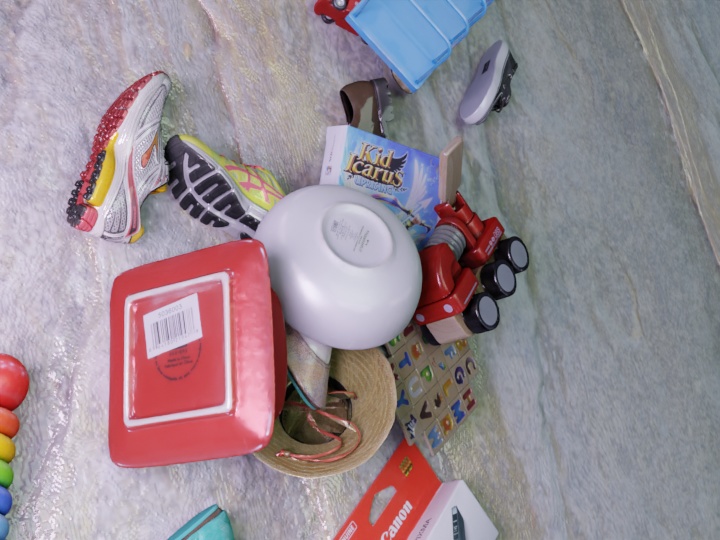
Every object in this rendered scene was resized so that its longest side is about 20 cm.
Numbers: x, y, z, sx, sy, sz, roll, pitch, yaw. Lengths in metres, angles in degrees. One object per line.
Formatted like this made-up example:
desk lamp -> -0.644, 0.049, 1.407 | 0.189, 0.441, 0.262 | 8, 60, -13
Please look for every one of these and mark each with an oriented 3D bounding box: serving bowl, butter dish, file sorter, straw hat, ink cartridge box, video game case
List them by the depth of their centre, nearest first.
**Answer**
butter dish -> -0.142, 0.091, 0.860 | 0.147, 0.197, 0.204 | 25, 57, -59
serving bowl -> -0.016, -0.019, 0.925 | 0.196, 0.066, 0.203 | 13, 51, -17
straw hat -> -0.050, 0.167, 0.952 | 0.202, 0.198, 0.086 | -56, 154, -39
ink cartridge box -> 0.071, 0.327, 1.035 | 0.175, 0.043, 0.200 | 56, 47, -13
video game case -> 0.032, -0.068, 1.082 | 0.197, 0.045, 0.185 | 12, 85, -39
file sorter -> 0.104, -0.378, 1.165 | 0.139, 0.122, 0.201 | 43, 65, -10

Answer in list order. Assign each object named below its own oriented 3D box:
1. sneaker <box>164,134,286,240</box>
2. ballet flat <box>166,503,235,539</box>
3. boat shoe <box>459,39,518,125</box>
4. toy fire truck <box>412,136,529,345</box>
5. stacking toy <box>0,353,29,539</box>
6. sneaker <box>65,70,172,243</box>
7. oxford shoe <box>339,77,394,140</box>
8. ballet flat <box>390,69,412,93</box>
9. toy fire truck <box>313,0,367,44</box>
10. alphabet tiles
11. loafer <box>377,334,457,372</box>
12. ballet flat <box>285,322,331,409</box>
sneaker -> -0.143, -0.093, 0.987 | 0.200, 0.077, 0.091 | 42, 42, -29
ballet flat -> -0.190, 0.294, 0.793 | 0.198, 0.067, 0.071 | -24, 83, -46
boat shoe -> 0.217, -0.294, 1.389 | 0.066, 0.069, 0.202 | 41, 44, -20
toy fire truck -> 0.113, -0.039, 1.045 | 0.201, 0.128, 0.177 | 53, 46, -16
stacking toy -> -0.322, 0.165, 0.719 | 0.084, 0.085, 0.204 | 24, 56, -33
sneaker -> -0.241, -0.121, 0.908 | 0.082, 0.077, 0.204 | 30, 65, -34
oxford shoe -> 0.006, -0.154, 1.153 | 0.083, 0.073, 0.205 | -8, 84, -15
ballet flat -> 0.081, -0.357, 1.291 | 0.066, 0.056, 0.204 | 24, 59, -32
toy fire truck -> 0.038, -0.393, 1.233 | 0.197, 0.049, 0.144 | 23, 70, -19
alphabet tiles -> 0.089, 0.123, 1.062 | 0.199, 0.006, 0.169 | -33, 103, -52
loafer -> 0.046, 0.096, 1.086 | 0.198, 0.074, 0.071 | 19, 58, -47
ballet flat -> -0.070, 0.055, 0.934 | 0.202, 0.067, 0.068 | 58, 9, 30
